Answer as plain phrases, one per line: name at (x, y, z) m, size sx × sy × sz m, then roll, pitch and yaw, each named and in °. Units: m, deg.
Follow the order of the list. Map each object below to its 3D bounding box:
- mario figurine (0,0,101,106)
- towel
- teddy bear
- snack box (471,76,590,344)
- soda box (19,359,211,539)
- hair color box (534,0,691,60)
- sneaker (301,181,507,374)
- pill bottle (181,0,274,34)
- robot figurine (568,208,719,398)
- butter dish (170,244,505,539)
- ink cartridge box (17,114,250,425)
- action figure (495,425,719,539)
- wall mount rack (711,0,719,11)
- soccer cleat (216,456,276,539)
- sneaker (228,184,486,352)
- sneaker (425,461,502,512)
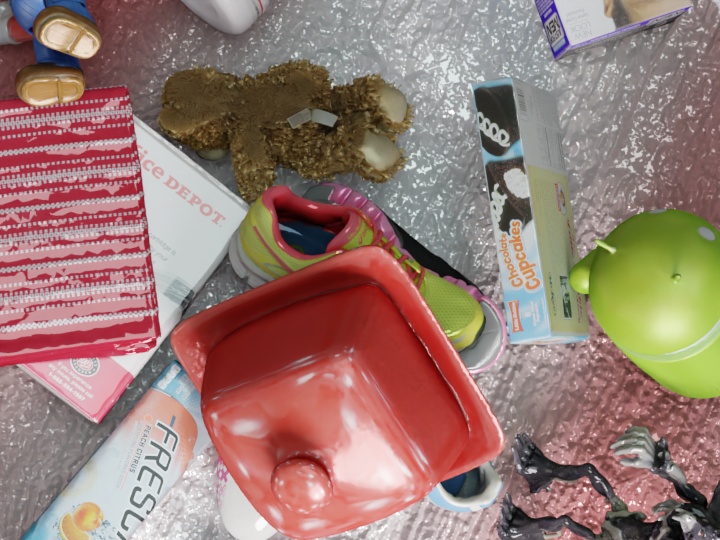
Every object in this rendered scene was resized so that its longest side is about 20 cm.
mario figurine at (-0.255, -0.211, 1.627) m, size 0.123 × 0.200 × 0.106 m, roll -34°, pitch 130°, yaw 12°
towel at (-0.228, -0.031, 1.596) m, size 0.144 × 0.022 × 0.201 m, roll -7°, pitch 80°, yaw -3°
teddy bear at (-0.056, -0.109, 1.675) m, size 0.199 × 0.067 × 0.145 m, roll -8°, pitch 57°, yaw -3°
snack box at (0.133, -0.043, 1.678) m, size 0.037 × 0.116 × 0.201 m, roll -10°, pitch 84°, yaw 21°
soda box at (-0.182, 0.163, 1.639) m, size 0.064 × 0.068 × 0.200 m, roll 40°, pitch 80°, yaw -1°
hair color box at (0.178, -0.283, 1.739) m, size 0.109 × 0.065 × 0.201 m, roll -19°, pitch 88°, yaw -9°
sneaker at (0.035, 0.005, 1.680) m, size 0.200 × 0.095 × 0.079 m, roll 41°, pitch 104°, yaw 10°
pill bottle at (-0.069, -0.290, 1.684) m, size 0.112 × 0.112 × 0.200 m, roll 42°, pitch 80°, yaw -1°
robot figurine at (0.246, 0.026, 1.647) m, size 0.175 × 0.200 × 0.116 m, roll 23°, pitch 82°, yaw 35°
butter dish at (-0.027, 0.115, 1.529) m, size 0.199 × 0.148 × 0.200 m, roll -22°, pitch 114°, yaw 25°
ink cartridge box at (-0.196, -0.005, 1.650) m, size 0.145 × 0.084 × 0.200 m, roll 37°, pitch 81°, yaw -1°
action figure at (0.198, 0.185, 1.624) m, size 0.199 × 0.102 × 0.119 m, roll 9°, pitch 68°, yaw 31°
wall mount rack at (0.371, -0.205, 1.747) m, size 0.174 × 0.075 × 0.200 m, roll 44°, pitch 80°, yaw 0°
soccer cleat at (-0.061, 0.109, 1.652) m, size 0.070 × 0.086 × 0.201 m, roll 19°, pitch 82°, yaw -4°
sneaker at (0.000, 0.000, 1.575) m, size 0.199 × 0.090 × 0.078 m, roll 22°, pitch 52°, yaw 2°
sneaker at (0.038, 0.108, 1.638) m, size 0.200 × 0.072 × 0.072 m, roll 47°, pitch 62°, yaw -26°
